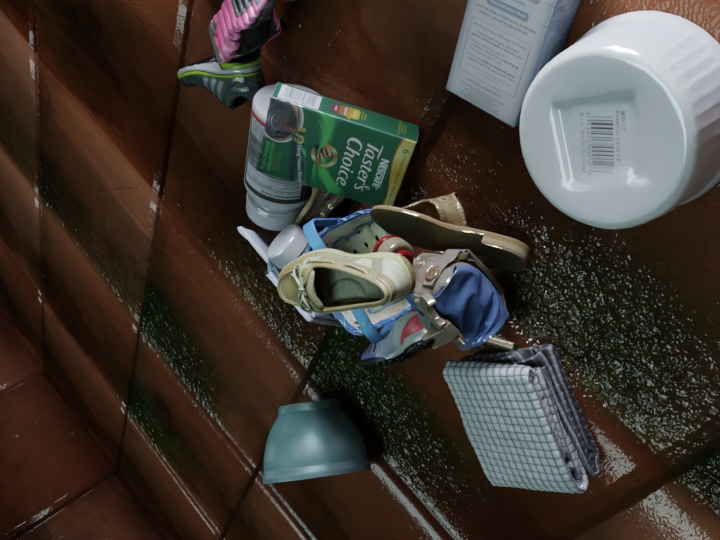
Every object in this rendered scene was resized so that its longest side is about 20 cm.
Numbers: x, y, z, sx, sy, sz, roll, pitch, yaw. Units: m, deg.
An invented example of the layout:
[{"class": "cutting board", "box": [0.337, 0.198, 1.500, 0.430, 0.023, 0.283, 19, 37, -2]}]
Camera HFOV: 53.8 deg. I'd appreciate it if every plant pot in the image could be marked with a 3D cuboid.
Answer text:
[{"class": "plant pot", "box": [-0.086, 0.311, 1.308, 0.200, 0.199, 0.135, -26, 67, 52]}]

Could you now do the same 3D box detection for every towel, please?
[{"class": "towel", "box": [0.217, 0.198, 0.965, 0.165, 0.085, 0.201, -12, 106, 52]}]

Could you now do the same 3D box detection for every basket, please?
[{"class": "basket", "box": [0.000, 0.000, 0.977, 0.139, 0.200, 0.177, -30, 91, 21]}]

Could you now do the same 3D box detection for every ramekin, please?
[{"class": "ramekin", "box": [0.253, -0.139, 0.691, 0.200, 0.097, 0.202, 27, 132, 35]}]

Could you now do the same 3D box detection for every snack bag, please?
[{"class": "snack bag", "box": [-0.108, 0.012, 1.146, 0.021, 0.188, 0.200, -44, 75, 8]}]

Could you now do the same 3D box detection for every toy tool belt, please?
[{"class": "toy tool belt", "box": [0.111, 0.033, 0.872, 0.200, 0.125, 0.123, 36, -178, -38]}]

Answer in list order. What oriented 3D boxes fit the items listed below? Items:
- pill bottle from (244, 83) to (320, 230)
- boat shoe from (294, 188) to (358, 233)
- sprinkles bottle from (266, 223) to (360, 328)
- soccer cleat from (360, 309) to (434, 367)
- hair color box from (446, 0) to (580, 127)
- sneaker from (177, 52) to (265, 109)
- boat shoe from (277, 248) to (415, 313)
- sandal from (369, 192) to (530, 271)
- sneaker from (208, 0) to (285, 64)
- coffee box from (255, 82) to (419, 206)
[{"class": "pill bottle", "box": [-0.115, -0.166, 1.069, 0.114, 0.114, 0.201, 40, 138, 23]}, {"class": "boat shoe", "box": [-0.050, -0.083, 1.084, 0.070, 0.070, 0.200, 47, 141, 16]}, {"class": "sprinkles bottle", "box": [-0.051, 0.016, 1.090, 0.200, 0.069, 0.068, 43, 148, -23]}, {"class": "soccer cleat", "box": [0.058, 0.101, 1.103, 0.200, 0.068, 0.074, -38, 60, 56]}, {"class": "hair color box", "box": [0.164, -0.265, 0.737, 0.099, 0.060, 0.201, 37, 137, 26]}, {"class": "sneaker", "box": [-0.224, -0.300, 1.139, 0.199, 0.074, 0.082, 13, 126, 45]}, {"class": "boat shoe", "box": [-0.032, 0.018, 0.842, 0.199, 0.063, 0.074, 1, 110, 36]}, {"class": "sandal", "box": [0.122, -0.065, 0.920, 0.210, 0.070, 0.078, 19, 156, 16]}, {"class": "sneaker", "box": [-0.144, -0.356, 0.990, 0.200, 0.095, 0.080, -17, 84, 62]}, {"class": "coffee box", "box": [-0.032, -0.163, 0.949, 0.198, 0.044, 0.123, 17, 132, -6]}]
